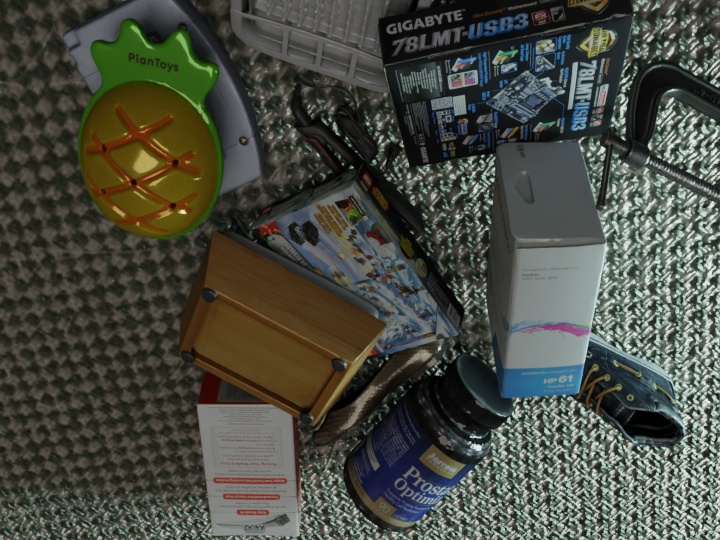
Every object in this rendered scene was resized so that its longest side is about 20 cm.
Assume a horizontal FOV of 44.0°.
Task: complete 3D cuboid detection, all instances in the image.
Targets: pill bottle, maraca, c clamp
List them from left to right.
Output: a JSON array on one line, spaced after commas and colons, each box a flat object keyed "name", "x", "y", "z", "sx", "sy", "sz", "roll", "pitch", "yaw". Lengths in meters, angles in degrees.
[{"name": "maraca", "x": -0.187, "y": -0.120, "z": 0.795, "sx": 0.134, "sy": 0.108, "sz": 0.204, "roll": 9, "pitch": 120, "yaw": -3}, {"name": "pill bottle", "x": 0.077, "y": 0.192, "z": 1.002, "sx": 0.111, "sy": 0.113, "sz": 0.201, "roll": 32, "pitch": 117, "yaw": -16}, {"name": "c clamp", "x": 0.302, "y": -0.102, "z": 0.815, "sx": 0.196, "sy": 0.174, "sz": 0.027, "roll": 17, "pitch": 159, "yaw": -16}]

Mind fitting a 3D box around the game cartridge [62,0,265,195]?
[{"name": "game cartridge", "x": -0.177, "y": -0.162, "z": 0.852, "sx": 0.131, "sy": 0.041, "sz": 0.202, "roll": -18, "pitch": 118, "yaw": 16}]

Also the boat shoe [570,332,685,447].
[{"name": "boat shoe", "x": 0.261, "y": 0.124, "z": 0.968, "sx": 0.196, "sy": 0.091, "sz": 0.072, "roll": 19, "pitch": 119, "yaw": -8}]

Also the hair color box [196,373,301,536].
[{"name": "hair color box", "x": -0.127, "y": 0.220, "z": 1.054, "sx": 0.108, "sy": 0.064, "sz": 0.204, "roll": 0, "pitch": 119, "yaw": 0}]

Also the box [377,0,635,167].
[{"name": "box", "x": 0.124, "y": -0.163, "z": 0.767, "sx": 0.194, "sy": 0.051, "sz": 0.200, "roll": -11, "pitch": 161, "yaw": 7}]

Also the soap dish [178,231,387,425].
[{"name": "soap dish", "x": -0.090, "y": 0.065, "z": 0.921, "sx": 0.197, "sy": 0.082, "sz": 0.158, "roll": 28, "pitch": 136, "yaw": -4}]

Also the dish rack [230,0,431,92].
[{"name": "dish rack", "x": -0.025, "y": -0.233, "z": 0.744, "sx": 0.168, "sy": 0.044, "sz": 0.200, "roll": 19, "pitch": 163, "yaw": -1}]

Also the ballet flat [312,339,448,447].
[{"name": "ballet flat", "x": 0.013, "y": 0.127, "z": 0.998, "sx": 0.199, "sy": 0.068, "sz": 0.046, "roll": -41, "pitch": 97, "yaw": 20}]

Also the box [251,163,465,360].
[{"name": "box", "x": 0.000, "y": 0.000, "z": 0.910, "sx": 0.135, "sy": 0.040, "sz": 0.201, "roll": -18, "pitch": 122, "yaw": 34}]

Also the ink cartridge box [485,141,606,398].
[{"name": "ink cartridge box", "x": 0.169, "y": 0.000, "z": 0.846, "sx": 0.083, "sy": 0.146, "sz": 0.203, "roll": -3, "pitch": 134, "yaw": 3}]

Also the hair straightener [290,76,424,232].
[{"name": "hair straightener", "x": 0.005, "y": -0.114, "z": 0.877, "sx": 0.076, "sy": 0.041, "sz": 0.201, "roll": -32, "pitch": 110, "yaw": 19}]
